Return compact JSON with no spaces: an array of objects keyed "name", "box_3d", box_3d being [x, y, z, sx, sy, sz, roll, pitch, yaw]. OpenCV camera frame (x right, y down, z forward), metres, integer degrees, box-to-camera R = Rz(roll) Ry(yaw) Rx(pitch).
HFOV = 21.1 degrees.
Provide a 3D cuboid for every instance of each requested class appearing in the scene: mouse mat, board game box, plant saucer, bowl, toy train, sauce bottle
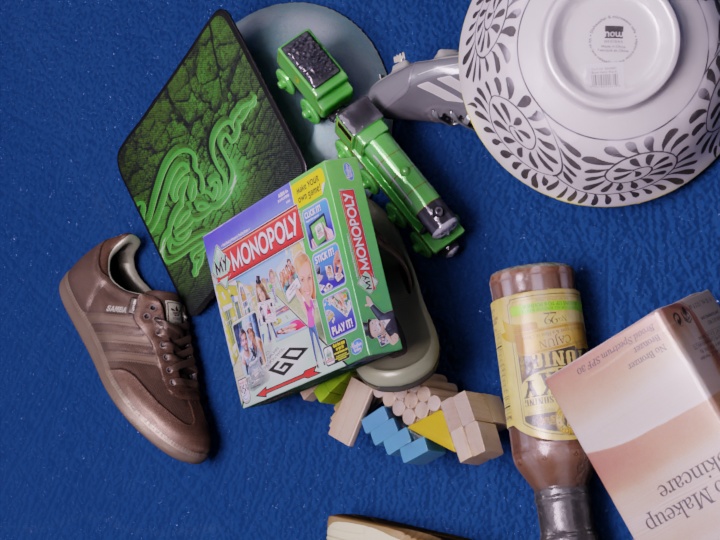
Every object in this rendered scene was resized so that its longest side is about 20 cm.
[{"name":"mouse mat","box_3d":[-0.118,-0.080,1.482,0.200,0.008,0.161,-49,60,43]},{"name":"board game box","box_3d":[-0.045,0.013,1.360,0.200,0.029,0.135,-27,75,58]},{"name":"plant saucer","box_3d":[-0.070,-0.112,1.486,0.200,0.039,0.202,-5,80,30]},{"name":"bowl","box_3d":[0.162,-0.145,1.275,0.200,0.094,0.201,0,87,5]},{"name":"toy train","box_3d":[0.007,-0.092,1.402,0.042,0.056,0.200,-36,77,-15]},{"name":"sauce bottle","box_3d":[0.131,0.096,1.324,0.065,0.065,0.201,-15,77,28]}]

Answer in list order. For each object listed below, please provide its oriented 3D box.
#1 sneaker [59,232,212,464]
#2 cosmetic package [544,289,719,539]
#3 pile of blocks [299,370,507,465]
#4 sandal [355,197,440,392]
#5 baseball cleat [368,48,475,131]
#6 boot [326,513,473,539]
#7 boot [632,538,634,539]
[{"name":"sneaker","box_3d":[-0.164,0.056,1.500,0.076,0.070,0.200,-45,64,17]},{"name":"cosmetic package","box_3d":[0.217,0.126,1.224,0.103,0.087,0.200,-36,79,31]},{"name":"pile of blocks","box_3d":[0.030,0.096,1.387,0.200,0.062,0.082,32,101,39]},{"name":"sandal","box_3d":[0.001,0.000,1.375,0.080,0.057,0.201,-28,48,-4]},{"name":"baseball cleat","box_3d":[0.096,-0.111,1.369,0.200,0.070,0.107,-11,77,30]},{"name":"boot","box_3d":[0.048,0.262,1.345,0.200,0.072,0.155,10,88,36]},{"name":"boot","box_3d":[0.149,0.243,1.243,0.068,0.131,0.200,29,87,32]}]
